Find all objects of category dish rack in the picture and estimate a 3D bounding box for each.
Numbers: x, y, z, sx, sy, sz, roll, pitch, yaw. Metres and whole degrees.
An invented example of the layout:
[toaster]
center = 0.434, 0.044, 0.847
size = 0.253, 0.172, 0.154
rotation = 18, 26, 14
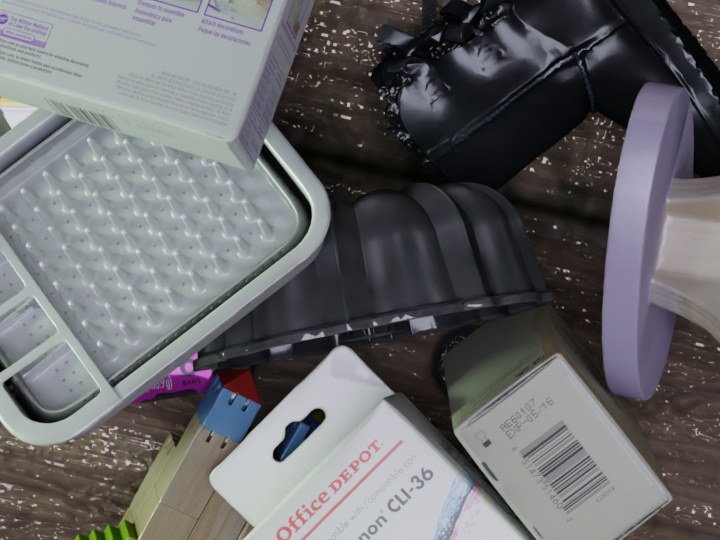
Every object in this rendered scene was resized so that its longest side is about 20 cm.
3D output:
[dish rack]
center = -0.124, -0.014, 1.428
size = 0.200, 0.044, 0.172
rotation = -38, 61, -2

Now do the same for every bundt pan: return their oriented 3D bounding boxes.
[bundt pan]
center = 0.000, 0.000, 1.507
size = 0.202, 0.202, 0.076
rotation = -11, 87, 2

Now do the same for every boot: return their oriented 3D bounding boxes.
[boot]
center = 0.115, -0.088, 1.555
size = 0.162, 0.073, 0.198
rotation = -34, 111, 15

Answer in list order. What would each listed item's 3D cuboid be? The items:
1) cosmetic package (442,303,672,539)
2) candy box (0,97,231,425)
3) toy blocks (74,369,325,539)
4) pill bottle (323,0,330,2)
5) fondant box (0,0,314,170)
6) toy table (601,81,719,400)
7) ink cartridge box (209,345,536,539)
[cosmetic package]
center = 0.104, 0.084, 1.519
size = 0.073, 0.200, 0.104
rotation = -37, 98, 7
[candy box]
center = -0.156, -0.023, 1.572
size = 0.136, 0.061, 0.200
rotation = -10, 99, 2
[toy blocks]
center = -0.043, 0.137, 1.577
size = 0.200, 0.100, 0.137
rotation = 26, 101, -18
[pill bottle]
center = -0.060, -0.244, 1.510
size = 0.109, 0.109, 0.200
rotation = -43, 96, 7
[fondant box]
center = -0.091, -0.166, 1.394
size = 0.144, 0.058, 0.200
rotation = 17, 80, 13
[toy table]
center = 0.200, -0.007, 1.477
size = 0.117, 0.200, 0.184
rotation = 10, 58, 16
[ink cartridge box]
center = 0.018, 0.147, 1.482
size = 0.200, 0.067, 0.116
rotation = 45, 96, 5
